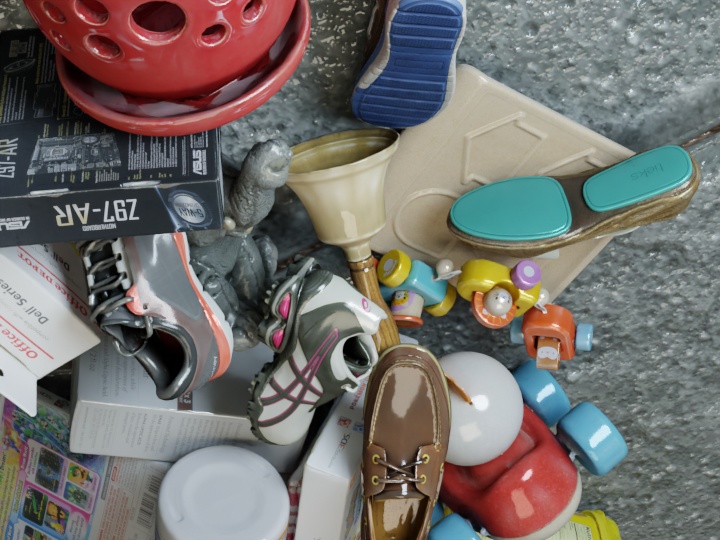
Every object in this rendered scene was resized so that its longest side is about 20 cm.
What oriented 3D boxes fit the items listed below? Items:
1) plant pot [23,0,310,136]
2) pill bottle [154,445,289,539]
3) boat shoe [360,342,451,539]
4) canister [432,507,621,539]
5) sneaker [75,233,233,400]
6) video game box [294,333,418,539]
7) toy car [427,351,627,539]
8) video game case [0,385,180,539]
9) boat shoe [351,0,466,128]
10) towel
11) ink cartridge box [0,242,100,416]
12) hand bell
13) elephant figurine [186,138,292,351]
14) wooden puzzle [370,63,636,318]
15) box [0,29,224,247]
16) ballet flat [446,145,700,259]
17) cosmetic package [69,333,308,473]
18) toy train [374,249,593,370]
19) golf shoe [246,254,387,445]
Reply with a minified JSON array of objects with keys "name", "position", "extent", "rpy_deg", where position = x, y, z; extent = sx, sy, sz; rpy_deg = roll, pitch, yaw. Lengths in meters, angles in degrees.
[{"name":"plant pot","position":[-0.126,-0.205,0.994],"extent":[0.199,0.201,0.183],"rpy_deg":[-11,141,3]},{"name":"pill bottle","position":[-0.124,0.251,1.335],"extent":[0.111,0.112,0.200],"rpy_deg":[1,139,-9]},{"name":"boat shoe","position":[0.035,0.157,1.220],"extent":[0.072,0.068,0.201],"rpy_deg":[4,112,-1]},{"name":"canister","position":[0.140,0.286,1.542],"extent":[0.199,0.087,0.149],"rpy_deg":[19,127,-21]},{"name":"sneaker","position":[-0.164,0.004,1.097],"extent":[0.077,0.082,0.200],"rpy_deg":[-28,100,33]},{"name":"video game box","position":[-0.008,0.182,1.363],"extent":[0.047,0.182,0.201],"rpy_deg":[20,133,13]},{"name":"toy car","position":[0.092,0.126,1.317],"extent":[0.184,0.177,0.200],"rpy_deg":[-38,123,-8]},{"name":"video game case","position":[-0.257,0.211,1.391],"extent":[0.181,0.024,0.201],"rpy_deg":[25,123,11]},{"name":"boat shoe","position":[0.040,-0.171,1.118],"extent":[0.072,0.073,0.200],"rpy_deg":[7,156,-10]},{"name":"towel","position":[-0.046,0.207,1.412],"extent":[0.030,0.147,0.201],"rpy_deg":[17,131,9]},{"name":"ink cartridge box","position":[-0.252,-0.003,1.150],"extent":[0.067,0.201,0.117],"rpy_deg":[-30,129,18]},{"name":"hand bell","position":[0.000,0.000,1.204],"extent":[0.104,0.104,0.201],"rpy_deg":[-12,109,3]},{"name":"elephant figurine","position":[-0.125,-0.044,1.173],"extent":[0.154,0.142,0.201],"rpy_deg":[-9,133,-3]},{"name":"wooden puzzle","position":[0.110,-0.064,1.252],"extent":[0.199,0.046,0.185],"rpy_deg":[26,124,-22]},{"name":"box","position":[-0.177,-0.102,1.072],"extent":[0.159,0.201,0.044],"rpy_deg":[-6,132,-3]},{"name":"ballet flat","position":[0.170,-0.045,1.210],"extent":[0.199,0.068,0.072],"rpy_deg":[-16,148,6]},{"name":"cosmetic package","position":[-0.149,0.108,1.333],"extent":[0.199,0.102,0.074],"rpy_deg":[5,133,-14]},{"name":"toy train","position":[0.091,0.042,1.276],"extent":[0.199,0.056,0.150],"rpy_deg":[7,153,11]},{"name":"golf shoe","position":[-0.037,0.081,1.208],"extent":[0.088,0.077,0.200],"rpy_deg":[24,139,11]}]
